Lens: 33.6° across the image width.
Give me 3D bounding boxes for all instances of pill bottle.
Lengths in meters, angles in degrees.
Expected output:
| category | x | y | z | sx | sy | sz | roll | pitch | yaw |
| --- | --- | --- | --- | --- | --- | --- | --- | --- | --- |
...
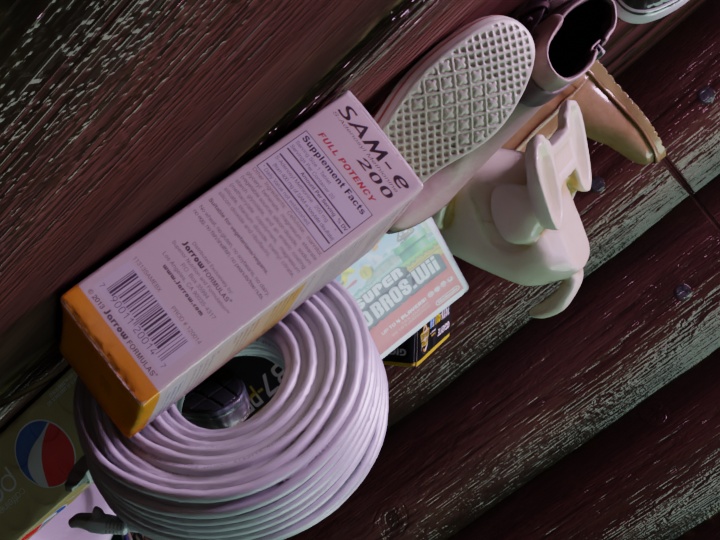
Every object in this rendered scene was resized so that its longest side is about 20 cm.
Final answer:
| category | x | y | z | sx | sy | sz | roll | pitch | yaw |
| --- | --- | --- | --- | --- | --- | --- | --- | --- | --- |
| pill bottle | -0.274 | 0.217 | 1.046 | 0.112 | 0.112 | 0.200 | -37 | 176 | -23 |

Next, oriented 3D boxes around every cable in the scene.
| category | x | y | z | sx | sy | sz | roll | pitch | yaw |
| --- | --- | --- | --- | --- | --- | --- | --- | --- | --- |
| cable | -0.081 | 0.079 | 0.753 | 0.070 | 0.198 | 0.201 | 74 | 29 | -47 |

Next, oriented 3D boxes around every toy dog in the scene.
| category | x | y | z | sx | sy | sz | roll | pitch | yaw |
| --- | --- | --- | --- | --- | --- | --- | --- | --- | --- |
| toy dog | 0.099 | -0.054 | 1.062 | 0.198 | 0.195 | 0.140 | -3 | -149 | 29 |

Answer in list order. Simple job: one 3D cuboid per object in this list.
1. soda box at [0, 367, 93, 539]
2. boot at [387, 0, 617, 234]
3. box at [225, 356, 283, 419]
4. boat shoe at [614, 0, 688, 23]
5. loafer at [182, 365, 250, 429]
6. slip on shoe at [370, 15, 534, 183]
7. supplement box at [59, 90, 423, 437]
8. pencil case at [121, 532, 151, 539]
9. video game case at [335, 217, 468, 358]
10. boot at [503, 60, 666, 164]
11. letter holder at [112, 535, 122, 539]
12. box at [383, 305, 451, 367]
| category | x | y | z | sx | sy | sz | roll | pitch | yaw |
| --- | --- | --- | --- | --- | --- | --- | --- | --- | --- |
| soda box | -0.236 | 0.144 | 0.874 | 0.200 | 0.068 | 0.064 | -41 | 177 | 19 |
| boot | 0.095 | -0.118 | 0.839 | 0.201 | 0.070 | 0.146 | -57 | -163 | -26 |
| box | -0.113 | 0.122 | 1.148 | 0.200 | 0.162 | 0.049 | -39 | 177 | 22 |
| boat shoe | 0.252 | -0.264 | 0.852 | 0.200 | 0.071 | 0.064 | -48 | 176 | 7 |
| loafer | -0.148 | 0.128 | 1.052 | 0.072 | 0.073 | 0.199 | -31 | -166 | -28 |
| slip on shoe | 0.033 | -0.093 | 0.793 | 0.200 | 0.074 | 0.061 | -46 | -151 | 17 |
| supplement box | -0.072 | -0.001 | 0.680 | 0.199 | 0.074 | 0.126 | -38 | 176 | -21 |
| pencil case | -0.181 | 0.212 | 1.067 | 0.200 | 0.077 | 0.090 | 169 | -66 | -76 |
| video game case | 0.000 | 0.000 | 0.951 | 0.143 | 0.017 | 0.200 | -38 | 138 | -4 |
| boot | 0.175 | -0.115 | 1.176 | 0.200 | 0.175 | 0.066 | -42 | -168 | 7 |
| letter holder | -0.270 | 0.208 | 1.269 | 0.200 | 0.141 | 0.102 | -28 | 137 | -60 |
| box | -0.018 | 0.053 | 1.231 | 0.198 | 0.050 | 0.160 | 5 | -172 | 15 |
